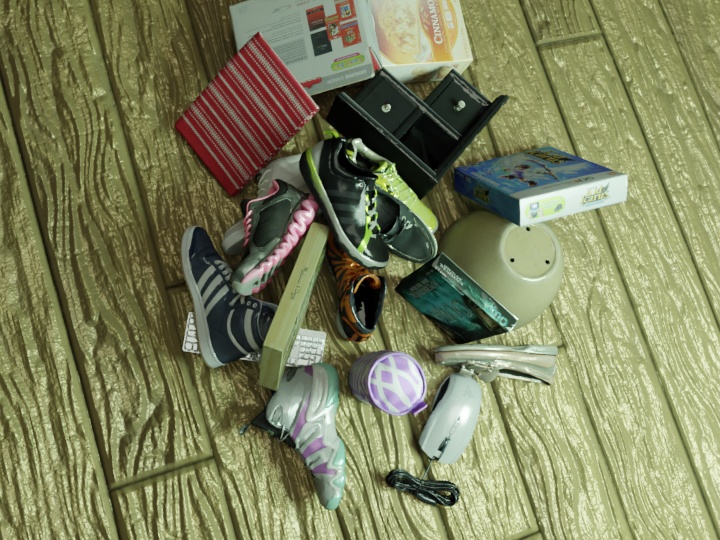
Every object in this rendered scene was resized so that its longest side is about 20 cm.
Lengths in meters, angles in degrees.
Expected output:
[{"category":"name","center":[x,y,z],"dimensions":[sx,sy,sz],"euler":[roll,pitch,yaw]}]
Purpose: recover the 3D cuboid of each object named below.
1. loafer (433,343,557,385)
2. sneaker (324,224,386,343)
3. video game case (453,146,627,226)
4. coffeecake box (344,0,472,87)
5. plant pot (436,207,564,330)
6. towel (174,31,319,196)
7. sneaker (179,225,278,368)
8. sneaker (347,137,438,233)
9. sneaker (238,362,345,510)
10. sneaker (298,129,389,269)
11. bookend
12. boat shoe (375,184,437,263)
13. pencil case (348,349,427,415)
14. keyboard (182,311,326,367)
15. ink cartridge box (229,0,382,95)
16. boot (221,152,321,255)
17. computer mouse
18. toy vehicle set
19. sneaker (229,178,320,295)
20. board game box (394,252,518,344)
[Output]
[{"category":"loafer","center":[0.207,0.143,1.111],"dimensions":[0.200,0.072,0.063],"euler":[2,80,-16]},{"category":"sneaker","center":[0.000,0.000,1.070],"dimensions":[0.077,0.112,0.200],"euler":[-8,78,-16]},{"category":"video game case","center":[0.268,-0.134,1.127],"dimensions":[0.181,0.200,0.046],"euler":[-13,115,-17]},{"category":"coffeecake box","center":[0.063,-0.387,1.197],"dimensions":[0.200,0.073,0.154],"euler":[-8,80,-15]},{"category":"plant pot","center":[0.228,-0.015,1.118],"dimensions":[0.200,0.134,0.201],"euler":[3,76,-13]},{"category":"towel","center":[-0.167,-0.219,1.064],"dimensions":[0.200,0.022,0.145],"euler":[-40,87,24]},{"category":"sneaker","center":[-0.177,0.024,1.014],"dimensions":[0.108,0.070,0.200],"euler":[-17,79,18]},{"category":"sneaker","center":[0.037,-0.120,1.123],"dimensions":[0.200,0.076,0.075],"euler":[36,60,-5]},{"category":"sneaker","center":[-0.096,0.230,1.018],"dimensions":[0.140,0.078,0.200],"euler":[-2,68,-12]},{"category":"sneaker","center":[-0.006,-0.094,0.997],"dimensions":[0.083,0.072,0.200],"euler":[-28,100,25]},{"category":"bookend","center":[0.090,-0.252,1.162],"dimensions":[0.199,0.092,0.200],"euler":[42,70,-1]},{"category":"boat shoe","center":[0.035,-0.075,1.076],"dimensions":[0.074,0.066,0.199],"euler":[-40,104,13]},{"category":"pencil case","center":[0.033,0.152,1.003],"dimensions":[0.084,0.200,0.086],"euler":[-32,88,-8]},{"category":"keyboard","center":[-0.150,0.102,1.063],"dimensions":[0.200,0.011,0.056],"euler":[10,75,-11]},{"category":"ink cartridge box","center":[-0.078,-0.327,1.102],"dimensions":[0.200,0.084,0.176],"euler":[-13,79,13]},{"category":"boot","center":[-0.134,-0.103,1.091],"dimensions":[0.200,0.074,0.096],"euler":[-29,79,-26]},{"category":"computer mouse","center":[0.123,0.240,1.080],"dimensions":[0.110,0.044,0.200],"euler":[27,72,-5]},{"category":"toy vehicle set","center":[-0.090,0.048,1.005],"dimensions":[0.026,0.124,0.200],"euler":[18,58,1]},{"category":"sneaker","center":[-0.131,-0.051,0.991],"dimensions":[0.095,0.079,0.200],"euler":[34,49,-2]},{"category":"board game box","center":[0.129,0.046,1.044],"dimensions":[0.135,0.200,0.028],"euler":[41,75,-1]}]
